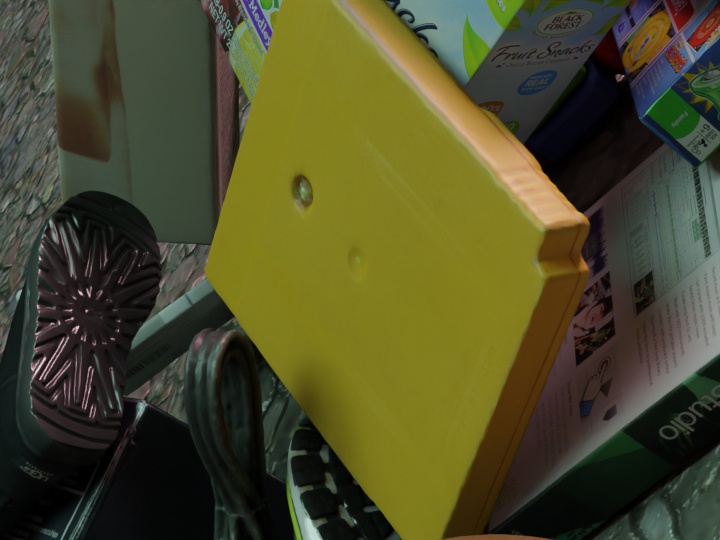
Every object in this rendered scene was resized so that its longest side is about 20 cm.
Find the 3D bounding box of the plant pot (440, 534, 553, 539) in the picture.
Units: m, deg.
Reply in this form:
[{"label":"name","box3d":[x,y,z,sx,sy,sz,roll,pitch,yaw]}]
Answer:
[{"label":"plant pot","box3d":[0.046,0.162,0.741,0.187,0.186,0.200,-56,10,3]}]

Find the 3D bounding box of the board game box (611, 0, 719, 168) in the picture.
[{"label":"board game box","box3d":[0.167,-0.136,0.951,0.135,0.034,0.200,-47,16,19]}]

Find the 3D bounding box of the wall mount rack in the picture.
[{"label":"wall mount rack","box3d":[-0.116,0.015,1.277,0.200,0.075,0.174,-35,-14,-1]}]

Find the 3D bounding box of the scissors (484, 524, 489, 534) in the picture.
[{"label":"scissors","box3d":[0.027,0.090,1.033,0.073,0.014,0.200,-55,23,12]}]

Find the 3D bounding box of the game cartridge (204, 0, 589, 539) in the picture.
[{"label":"game cartridge","box3d":[0.011,-0.005,0.917,0.200,0.032,0.177,50,136,35]}]

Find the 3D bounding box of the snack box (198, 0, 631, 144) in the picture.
[{"label":"snack box","box3d":[0.017,-0.124,0.964,0.169,0.067,0.200,62,141,24]}]

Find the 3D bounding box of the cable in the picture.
[{"label":"cable","box3d":[-0.040,0.119,0.961,0.050,0.097,0.201,11,108,26]}]

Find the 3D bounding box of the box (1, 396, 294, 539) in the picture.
[{"label":"box","box3d":[-0.140,0.172,1.114,0.200,0.123,0.199,1,63,64]}]

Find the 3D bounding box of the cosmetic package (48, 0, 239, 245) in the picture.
[{"label":"cosmetic package","box3d":[-0.109,-0.124,1.128,0.104,0.087,0.201,-82,-5,-56]}]

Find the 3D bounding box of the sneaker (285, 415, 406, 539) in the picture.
[{"label":"sneaker","box3d":[-0.004,0.144,0.940,0.200,0.074,0.081,-95,23,-45]}]

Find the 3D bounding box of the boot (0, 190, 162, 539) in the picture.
[{"label":"boot","box3d":[-0.183,0.071,1.104,0.200,0.065,0.165,-44,25,40]}]

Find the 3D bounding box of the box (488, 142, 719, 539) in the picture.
[{"label":"box","box3d":[0.127,0.012,0.905,0.200,0.036,0.145,-43,28,33]}]

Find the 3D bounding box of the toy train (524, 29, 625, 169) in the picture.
[{"label":"toy train","box3d":[0.062,-0.146,1.114,0.085,0.116,0.200,-47,27,22]}]
